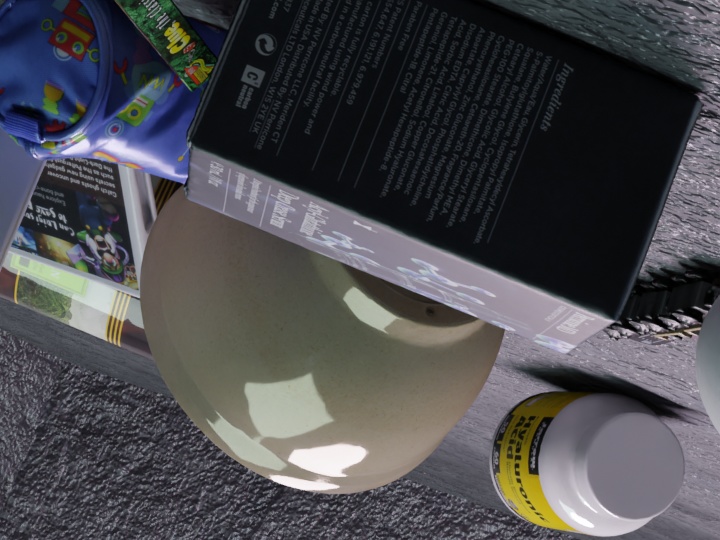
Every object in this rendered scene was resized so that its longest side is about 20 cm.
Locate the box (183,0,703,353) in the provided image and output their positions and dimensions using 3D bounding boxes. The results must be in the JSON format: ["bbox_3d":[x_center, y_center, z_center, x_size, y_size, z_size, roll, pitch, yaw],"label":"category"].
[{"bbox_3d":[0.031,-0.054,1.255,0.199,0.108,0.148,22,172,-1],"label":"box"}]

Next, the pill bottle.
[{"bbox_3d":[0.180,0.150,2.214,0.111,0.112,0.200,24,172,-13],"label":"pill bottle"}]

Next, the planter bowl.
[{"bbox_3d":[0.000,0.000,1.502,0.199,0.201,0.135,25,145,-18],"label":"planter bowl"}]

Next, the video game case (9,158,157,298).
[{"bbox_3d":[-0.205,-0.085,1.634,0.199,0.023,0.183,18,132,29],"label":"video game case"}]

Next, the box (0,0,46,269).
[{"bbox_3d":[-0.257,-0.098,1.416,0.171,0.201,0.199,28,171,-27],"label":"box"}]

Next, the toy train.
[{"bbox_3d":[0.184,0.025,1.635,0.046,0.034,0.200,20,173,-7],"label":"toy train"}]

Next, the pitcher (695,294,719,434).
[{"bbox_3d":[0.248,0.072,1.299,0.121,0.173,0.200,-13,-171,-30],"label":"pitcher"}]

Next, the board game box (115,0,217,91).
[{"bbox_3d":[-0.116,-0.145,1.197,0.105,0.023,0.200,53,-179,16],"label":"board game box"}]

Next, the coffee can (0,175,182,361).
[{"bbox_3d":[-0.139,-0.024,1.785,0.199,0.147,0.146,22,172,3],"label":"coffee can"}]

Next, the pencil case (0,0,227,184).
[{"bbox_3d":[-0.096,-0.081,1.367,0.078,0.088,0.199,15,-179,35],"label":"pencil case"}]
